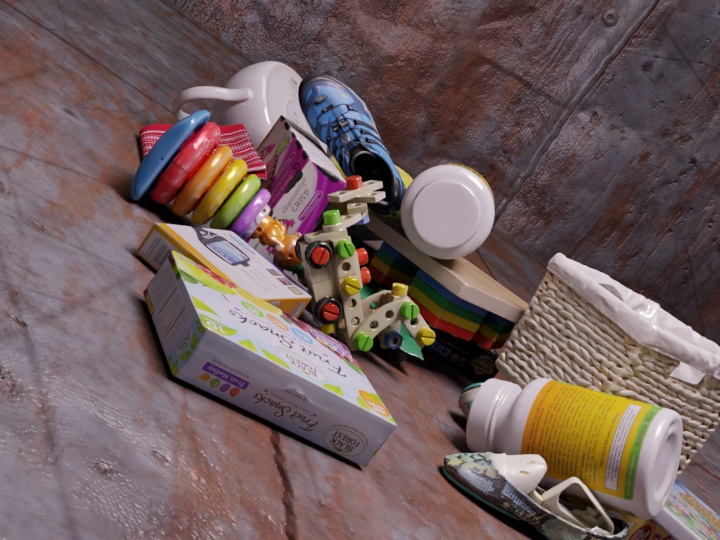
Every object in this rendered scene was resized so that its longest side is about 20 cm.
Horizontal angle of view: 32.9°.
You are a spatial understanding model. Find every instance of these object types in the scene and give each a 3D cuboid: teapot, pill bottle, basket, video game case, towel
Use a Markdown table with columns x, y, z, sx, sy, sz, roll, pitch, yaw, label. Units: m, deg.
| x | y | z | sx | sy | sz | roll | pitch | yaw | label |
| --- | --- | --- | --- | --- | --- | --- | --- | --- | --- |
| -0.151 | -0.192 | 1.715 | 0.200 | 0.146 | 0.197 | 66 | 26 | -16 | teapot |
| 0.105 | -0.072 | 1.446 | 0.109 | 0.109 | 0.200 | 36 | 8 | 1 | pill bottle |
| 0.300 | 0.113 | 1.401 | 0.198 | 0.161 | 0.200 | 23 | 11 | -34 | basket |
| 0.394 | 0.300 | 1.341 | 0.200 | 0.022 | 0.182 | 40 | 12 | 13 | video game case |
| -0.197 | -0.147 | 1.502 | 0.144 | 0.023 | 0.200 | -2 | 21 | -13 | towel |
| 0.214 | 0.172 | 1.238 | 0.200 | 0.111 | 0.111 | 13 | -2 | 29 | pill bottle |

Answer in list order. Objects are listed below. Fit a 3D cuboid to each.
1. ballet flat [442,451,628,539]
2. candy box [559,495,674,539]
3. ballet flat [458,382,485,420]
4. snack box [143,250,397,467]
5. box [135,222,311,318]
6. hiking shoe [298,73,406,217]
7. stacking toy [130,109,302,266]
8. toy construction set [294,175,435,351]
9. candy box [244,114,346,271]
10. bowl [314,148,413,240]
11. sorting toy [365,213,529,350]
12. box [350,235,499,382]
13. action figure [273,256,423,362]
| x | y | z | sx | sy | sz | roll | pitch | yaw | label |
| --- | --- | --- | --- | --- | --- | --- | --- | --- | --- |
| 0.174 | 0.216 | 1.172 | 0.200 | 0.074 | 0.074 | 34 | 11 | -11 | ballet flat |
| 0.291 | 0.269 | 1.346 | 0.200 | 0.057 | 0.117 | 29 | 13 | -29 | candy box |
| 0.180 | 0.181 | 1.408 | 0.200 | 0.067 | 0.063 | 20 | 46 | -45 | ballet flat |
| -0.078 | 0.074 | 1.025 | 0.200 | 0.053 | 0.142 | 30 | 14 | -30 | snack box |
| -0.127 | 0.006 | 1.208 | 0.119 | 0.042 | 0.200 | 39 | 8 | 15 | box |
| -0.005 | -0.157 | 1.475 | 0.200 | 0.074 | 0.087 | 53 | 2 | -4 | hiking shoe |
| -0.139 | -0.074 | 1.323 | 0.200 | 0.116 | 0.110 | 38 | 10 | -5 | stacking toy |
| 0.000 | 0.000 | 1.304 | 0.092 | 0.131 | 0.201 | 176 | -101 | -71 | toy construction set |
| -0.097 | -0.097 | 1.477 | 0.061 | 0.137 | 0.200 | 33 | 10 | -22 | candy box |
| -0.005 | -0.108 | 1.625 | 0.199 | 0.108 | 0.200 | 2 | -7 | 0 | bowl |
| 0.115 | 0.029 | 1.512 | 0.199 | 0.070 | 0.200 | 24 | 10 | -43 | sorting toy |
| 0.076 | 0.052 | 1.628 | 0.198 | 0.050 | 0.200 | 30 | 13 | -27 | box |
| -0.019 | 0.030 | 1.393 | 0.200 | 0.055 | 0.118 | 37 | 10 | -24 | action figure |
